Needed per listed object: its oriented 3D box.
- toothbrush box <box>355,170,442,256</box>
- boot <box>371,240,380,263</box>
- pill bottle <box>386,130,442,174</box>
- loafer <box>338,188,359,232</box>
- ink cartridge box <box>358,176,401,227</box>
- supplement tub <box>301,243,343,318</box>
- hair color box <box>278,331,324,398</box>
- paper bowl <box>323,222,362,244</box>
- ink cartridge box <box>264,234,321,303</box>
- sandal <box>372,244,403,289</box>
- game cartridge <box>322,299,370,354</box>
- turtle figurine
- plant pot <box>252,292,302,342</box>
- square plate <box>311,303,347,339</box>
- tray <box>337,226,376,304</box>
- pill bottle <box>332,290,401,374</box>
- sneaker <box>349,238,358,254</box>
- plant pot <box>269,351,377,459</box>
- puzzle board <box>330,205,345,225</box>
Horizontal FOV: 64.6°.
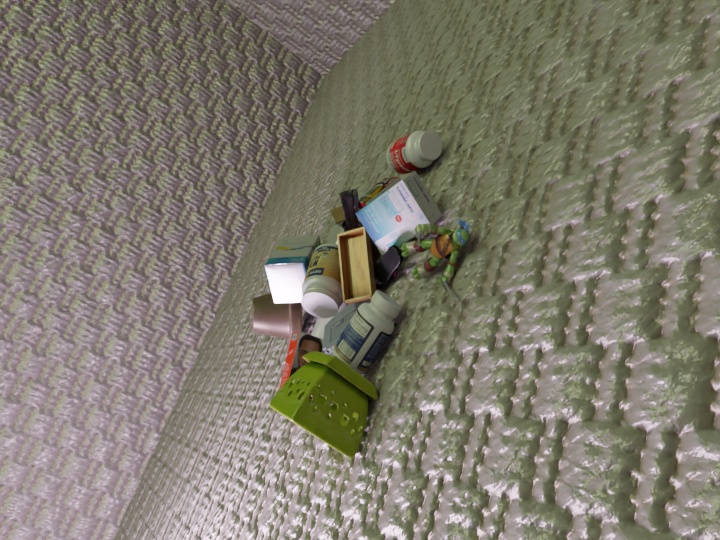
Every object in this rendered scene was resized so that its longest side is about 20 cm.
[{"bbox_3d":[0.106,-0.156,1.583,0.198,0.148,0.085,-29,7,40],"label":"toothbrush box"},{"bbox_3d":[0.031,-0.085,1.820,0.201,0.075,0.107,-51,19,2],"label":"boot"},{"bbox_3d":[0.171,-0.375,1.797,0.115,0.111,0.199,-65,22,-12],"label":"pill bottle"},{"bbox_3d":[-0.037,-0.162,1.814,0.072,0.061,0.205,-106,14,-59],"label":"loafer"},{"bbox_3d":[0.053,-0.205,1.777,0.174,0.085,0.200,-38,12,-4],"label":"ink cartridge box"},{"bbox_3d":[-0.106,0.032,1.800,0.144,0.143,0.203,-38,28,43],"label":"supplement tub"},{"bbox_3d":[-0.177,0.298,1.726,0.061,0.100,0.206,-19,56,58],"label":"hair color box"},{"bbox_3d":[-0.060,-0.084,1.969,0.201,0.103,0.203,-47,27,32],"label":"paper bowl"},{"bbox_3d":[-0.216,-0.008,1.939,0.142,0.150,0.201,-3,30,14],"label":"ink cartridge box"},{"bbox_3d":[0.080,-0.009,1.621,0.044,0.076,0.200,-24,-15,-33],"label":"sandal"},{"bbox_3d":[-0.030,0.156,1.663,0.198,0.040,0.135,-36,34,27],"label":"game cartridge"},{"bbox_3d":[0.162,-0.034,1.365,0.193,0.142,0.204,-27,35,60],"label":"turtle figurine"},{"bbox_3d":[-0.297,0.152,2.011,0.200,0.169,0.207,180,90,-79],"label":"plant pot"},{"bbox_3d":[-0.093,0.163,1.840,0.197,0.028,0.204,-19,46,59],"label":"square plate"},{"bbox_3d":[-0.011,-0.014,1.648,0.096,0.037,0.206,-13,76,29],"label":"tray"},{"bbox_3d":[0.020,0.158,1.484,0.202,0.109,0.111,-56,22,9],"label":"pill bottle"},{"bbox_3d":[0.000,0.000,1.735,0.095,0.077,0.206,-20,-58,-74],"label":"sneaker"},{"bbox_3d":[-0.083,0.320,1.414,0.184,0.199,0.198,-58,20,-17],"label":"plant pot"},{"bbox_3d":[-0.003,-0.218,1.983,0.195,0.018,0.151,-22,25,-2],"label":"puzzle board"}]
